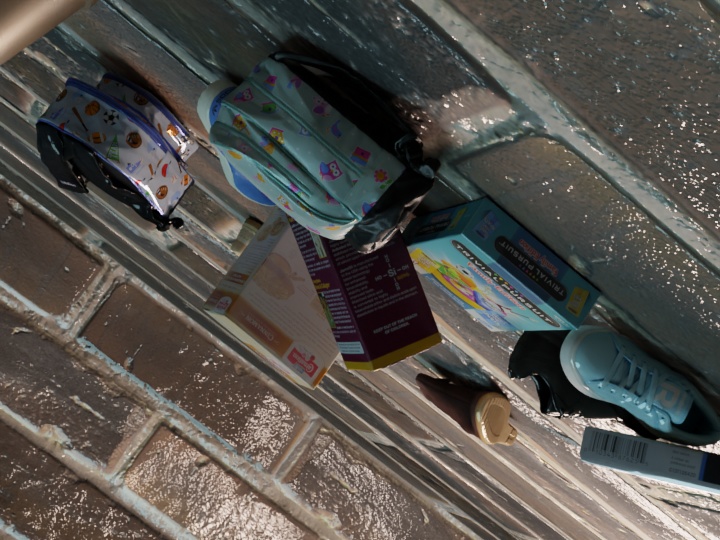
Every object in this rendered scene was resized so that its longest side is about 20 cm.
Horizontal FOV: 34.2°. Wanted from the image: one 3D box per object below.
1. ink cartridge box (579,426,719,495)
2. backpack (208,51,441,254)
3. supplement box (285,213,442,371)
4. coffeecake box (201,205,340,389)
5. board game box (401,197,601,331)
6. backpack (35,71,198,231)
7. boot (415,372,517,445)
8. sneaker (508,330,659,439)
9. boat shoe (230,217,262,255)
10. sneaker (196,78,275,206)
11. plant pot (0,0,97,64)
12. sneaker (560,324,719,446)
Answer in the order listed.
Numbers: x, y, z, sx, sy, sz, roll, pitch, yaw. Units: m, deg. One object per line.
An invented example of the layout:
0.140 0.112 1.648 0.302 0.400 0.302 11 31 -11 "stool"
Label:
0.355 0.208 1.224 0.197 0.047 0.200 8 175 30 "ink cartridge box"
-0.037 -0.107 1.075 0.200 0.127 0.167 39 170 -1 "backpack"
0.000 0.000 1.247 0.201 0.085 0.110 69 164 -2 "supplement box"
-0.066 0.014 1.400 0.153 0.200 0.073 43 165 -27 "coffeecake box"
0.131 0.000 1.195 0.151 0.047 0.200 38 167 -12 "board game box"
-0.316 -0.165 1.515 0.200 0.154 0.190 22 170 25 "backpack"
0.150 0.205 1.800 0.166 0.072 0.200 27 168 26 "boot"
0.245 0.135 1.287 0.200 0.091 0.076 35 165 -4 "sneaker"
-0.139 -0.003 1.818 0.072 0.065 0.200 26 164 35 "boat shoe"
-0.100 -0.118 1.293 0.111 0.077 0.200 38 164 35 "sneaker"
-0.377 -0.293 1.175 0.200 0.174 0.200 32 167 8 "plant pot"
0.289 0.114 1.163 0.200 0.074 0.082 30 168 -26 "sneaker"
